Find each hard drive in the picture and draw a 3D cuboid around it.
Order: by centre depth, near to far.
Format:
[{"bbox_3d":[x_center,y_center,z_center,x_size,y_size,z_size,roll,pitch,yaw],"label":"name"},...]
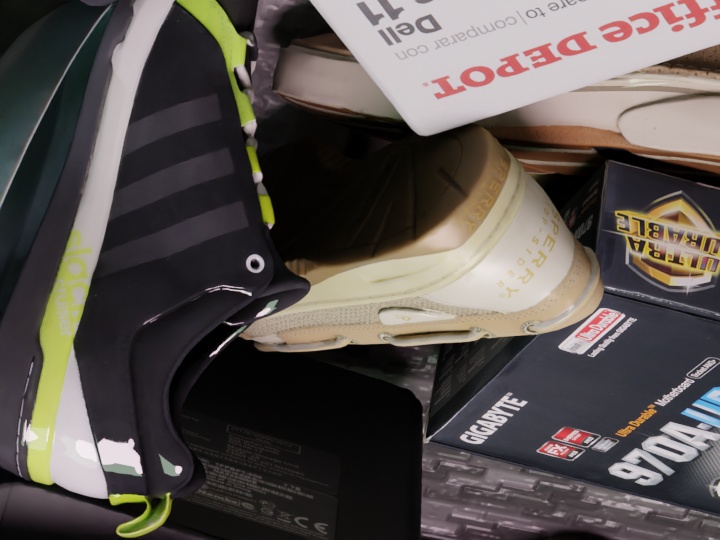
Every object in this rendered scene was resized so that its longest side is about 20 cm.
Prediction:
[{"bbox_3d":[-0.047,0.067,0.998,0.139,0.200,0.033,17,107,-3],"label":"hard drive"}]

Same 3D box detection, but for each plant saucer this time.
[{"bbox_3d":[-0.118,0.001,0.927,0.027,0.201,0.201,21,140,2],"label":"plant saucer"}]

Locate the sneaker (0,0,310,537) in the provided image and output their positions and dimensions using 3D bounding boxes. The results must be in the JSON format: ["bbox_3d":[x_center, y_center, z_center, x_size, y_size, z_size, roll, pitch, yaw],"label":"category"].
[{"bbox_3d":[-0.050,-0.016,0.905,0.082,0.201,0.072,18,172,7],"label":"sneaker"}]

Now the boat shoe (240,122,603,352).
[{"bbox_3d":[0.002,-0.002,0.956,0.063,0.073,0.200,40,155,-22],"label":"boat shoe"}]

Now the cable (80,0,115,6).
[{"bbox_3d":[-0.114,-0.143,0.799,0.051,0.163,0.200,-46,114,-7],"label":"cable"}]

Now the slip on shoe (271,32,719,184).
[{"bbox_3d":[0.070,-0.065,0.935,0.199,0.061,0.076,7,173,24],"label":"slip on shoe"}]

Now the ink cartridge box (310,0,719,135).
[{"bbox_3d":[0.034,-0.142,0.820,0.146,0.083,0.200,-17,137,25],"label":"ink cartridge box"}]

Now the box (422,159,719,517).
[{"bbox_3d":[0.124,0.033,1.007,0.158,0.046,0.200,15,159,-11],"label":"box"}]
